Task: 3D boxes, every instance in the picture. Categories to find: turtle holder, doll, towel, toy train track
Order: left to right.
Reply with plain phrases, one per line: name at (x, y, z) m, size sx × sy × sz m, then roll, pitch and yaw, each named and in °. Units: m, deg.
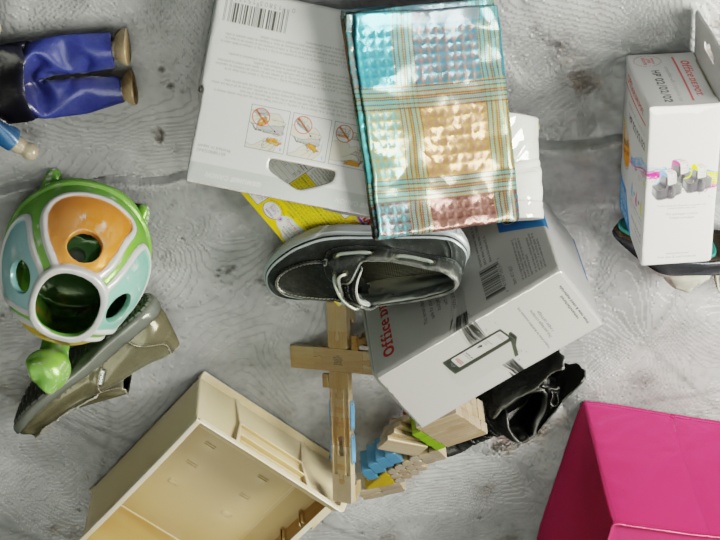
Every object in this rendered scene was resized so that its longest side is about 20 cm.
doll at (-0.301, -0.162, 1.502) m, size 0.200 × 0.048 × 0.137 m, roll -6°, pitch 120°, yaw 0°
turtle holder at (-0.275, 0.011, 1.558) m, size 0.185 × 0.132 × 0.141 m, roll -40°, pitch 115°, yaw 19°
toy train track at (-0.012, 0.128, 1.669) m, size 0.115 × 0.033 × 0.200 m, roll 4°, pitch 99°, yaw 33°
towel at (0.064, -0.133, 1.469) m, size 0.147 × 0.022 × 0.200 m, roll -9°, pitch 93°, yaw -21°

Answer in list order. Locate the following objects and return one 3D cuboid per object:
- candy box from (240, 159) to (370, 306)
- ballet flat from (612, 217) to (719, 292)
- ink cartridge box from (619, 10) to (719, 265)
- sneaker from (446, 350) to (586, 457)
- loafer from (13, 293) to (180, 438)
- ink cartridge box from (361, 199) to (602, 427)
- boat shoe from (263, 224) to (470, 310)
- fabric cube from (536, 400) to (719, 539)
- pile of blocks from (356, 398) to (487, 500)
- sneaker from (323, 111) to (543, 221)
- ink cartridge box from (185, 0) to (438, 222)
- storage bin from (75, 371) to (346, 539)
candy box at (-0.038, -0.065, 1.586) m, size 0.102 × 0.026 × 0.200 m, roll -34°, pitch 117°, yaw 11°
ballet flat at (0.335, -0.009, 1.617) m, size 0.200 × 0.073 × 0.073 m, roll 2°, pitch 121°, yaw -7°
ink cartridge box at (0.277, -0.120, 1.519) m, size 0.068 × 0.115 × 0.200 m, roll -3°, pitch 120°, yaw -2°
sneaker at (0.137, 0.137, 1.671) m, size 0.060 × 0.104 × 0.200 m, roll 35°, pitch 113°, yaw -22°
loafer at (-0.256, 0.106, 1.649) m, size 0.200 × 0.075 × 0.070 m, roll -37°, pitch 112°, yaw 18°
ink cartridge box at (0.108, 0.033, 1.583) m, size 0.200 × 0.146 × 0.084 m, roll -31°, pitch 123°, yaw 16°
boat shoe at (0.000, 0.000, 1.558) m, size 0.200 × 0.071 × 0.072 m, roll -11°, pitch 125°, yaw 19°
fabric cube at (0.305, 0.277, 1.709) m, size 0.200 × 0.199 × 0.196 m, roll 9°, pitch 119°, yaw -8°
pile of blocks at (0.045, 0.159, 1.681) m, size 0.082 × 0.062 × 0.200 m, roll 15°, pitch 142°, yaw -29°
sneaker at (0.066, -0.102, 1.542) m, size 0.200 × 0.074 × 0.116 m, roll 0°, pitch 90°, yaw 2°
ink cartridge box at (-0.043, -0.143, 1.480) m, size 0.200 × 0.044 × 0.174 m, roll 11°, pitch 87°, yaw -9°
storage bin at (-0.147, 0.238, 1.723) m, size 0.199 × 0.094 × 0.200 m, roll 36°, pitch 113°, yaw -21°
